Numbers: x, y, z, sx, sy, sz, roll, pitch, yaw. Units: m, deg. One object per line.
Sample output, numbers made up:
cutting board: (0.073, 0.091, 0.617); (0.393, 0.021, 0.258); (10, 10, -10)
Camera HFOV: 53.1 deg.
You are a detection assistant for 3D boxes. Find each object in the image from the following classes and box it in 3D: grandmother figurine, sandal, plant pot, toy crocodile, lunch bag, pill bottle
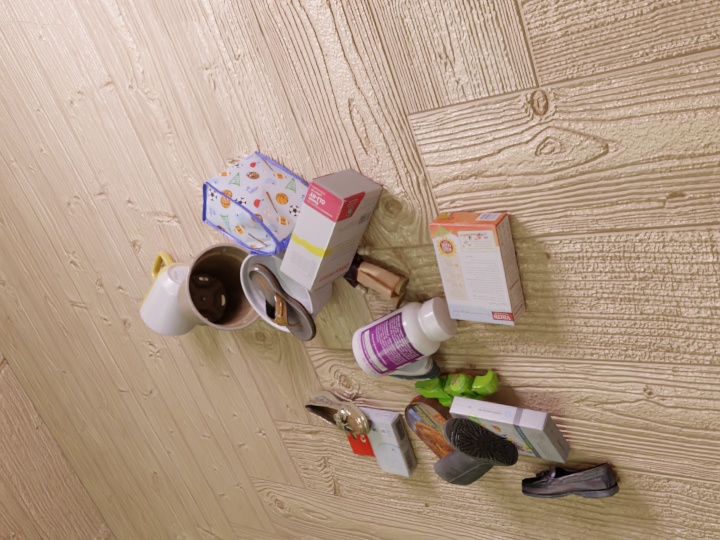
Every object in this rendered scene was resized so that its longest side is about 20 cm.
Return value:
grandmother figurine: (0.000, 0.000, 1.469); (0.199, 0.061, 0.122); (25, 124, 19)
sandal: (-0.173, 0.073, 1.506); (0.200, 0.055, 0.082); (52, 137, -4)
plant pot: (-0.344, 0.052, 1.701); (0.201, 0.200, 0.183); (56, 148, -9)
toy crocodile: (0.194, 0.237, 1.483); (0.067, 0.062, 0.199); (38, 148, -27)
lunch bag: (-0.191, -0.123, 1.449); (0.199, 0.170, 0.124); (29, 137, 18)
pill bottle: (0.090, 0.130, 1.435); (0.199, 0.112, 0.113); (-30, 100, 32)

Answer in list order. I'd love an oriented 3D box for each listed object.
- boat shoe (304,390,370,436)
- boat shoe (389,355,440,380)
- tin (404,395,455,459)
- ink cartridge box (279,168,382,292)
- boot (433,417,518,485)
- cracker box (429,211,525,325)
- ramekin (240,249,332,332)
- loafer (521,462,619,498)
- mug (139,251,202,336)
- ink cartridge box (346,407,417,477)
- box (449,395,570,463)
boat shoe: (-0.054, 0.350, 1.725); (0.199, 0.062, 0.074); (14, 120, 49)
boat shoe: (0.086, 0.200, 1.539); (0.199, 0.072, 0.068); (-4, 147, 46)
tin: (0.184, 0.359, 1.593); (0.200, 0.042, 0.112); (47, 141, 1)
ink cartridge box: (-0.057, -0.078, 1.358); (0.083, 0.145, 0.201); (32, 119, 18)
boot: (0.205, 0.378, 1.482); (0.181, 0.073, 0.200); (31, 150, -11)
cracker box: (0.212, -0.004, 1.295); (0.133, 0.058, 0.201); (5, 121, 37)
ramekin: (-0.154, 0.025, 1.573); (0.199, 0.105, 0.201); (21, 130, 27)
loafer: (0.412, 0.414, 1.439); (0.199, 0.072, 0.063); (-13, 92, 37)
mug: (-0.486, 0.052, 1.836); (0.186, 0.150, 0.154); (34, 128, 5)
ink cartridge box: (0.028, 0.410, 1.746); (0.199, 0.047, 0.161); (-2, 118, 38)
box: (0.295, 0.314, 1.427); (0.199, 0.041, 0.156); (5, 148, 37)
